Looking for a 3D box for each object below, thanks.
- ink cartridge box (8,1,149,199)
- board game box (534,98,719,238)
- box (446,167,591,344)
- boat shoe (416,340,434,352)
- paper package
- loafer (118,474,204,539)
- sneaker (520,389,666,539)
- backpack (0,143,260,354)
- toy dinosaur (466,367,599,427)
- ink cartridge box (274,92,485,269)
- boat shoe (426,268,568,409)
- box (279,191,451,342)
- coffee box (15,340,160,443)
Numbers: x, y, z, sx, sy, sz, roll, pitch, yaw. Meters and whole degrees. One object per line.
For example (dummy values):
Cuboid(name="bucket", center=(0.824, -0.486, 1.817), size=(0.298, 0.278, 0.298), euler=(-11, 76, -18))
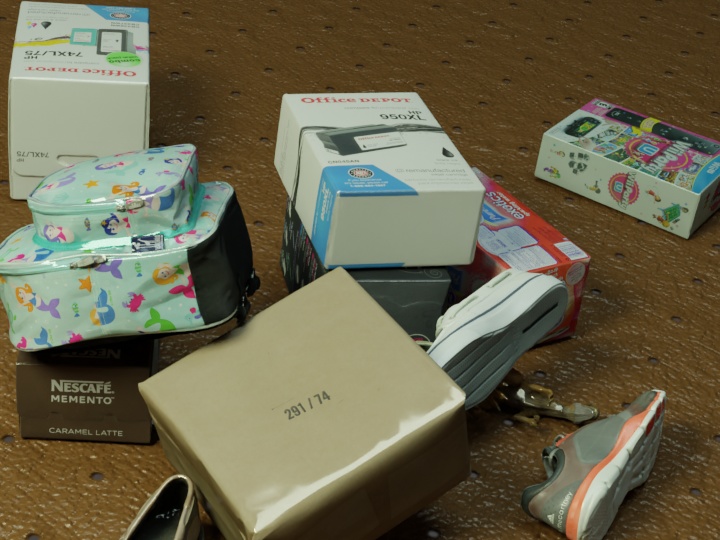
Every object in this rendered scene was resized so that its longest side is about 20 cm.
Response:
Cuboid(name="ink cartridge box", center=(-0.303, -0.184, 1.661), size=(0.146, 0.146, 0.200), euler=(1, 32, -10))
Cuboid(name="board game box", center=(0.327, -0.124, 1.785), size=(0.200, 0.064, 0.147), euler=(25, 36, 24))
Cuboid(name="box", center=(0.126, -0.013, 1.527), size=(0.099, 0.096, 0.200), euler=(-13, 37, -31))
Cuboid(name="boat shoe", center=(-0.012, 0.110, 1.323), size=(0.200, 0.069, 0.075), euler=(-17, 39, -35))
Cuboid(name="paper package", center=(-0.041, 0.123, 1.196), size=(0.200, 0.104, 0.191), euler=(-30, 51, -18))
Cuboid(name="loafer", center=(-0.166, 0.225, 1.107), size=(0.072, 0.063, 0.200), euler=(13, 32, 9))
Cuboid(name="sneaker", center=(0.199, 0.152, 1.300), size=(0.082, 0.077, 0.200), euler=(17, 31, 26))
Cuboid(name="backpack", center=(-0.200, -0.013, 1.239), size=(0.199, 0.151, 0.178), euler=(-15, 18, 7))
Cuboid(name="toy dinosaur", center=(0.121, 0.100, 1.397), size=(0.200, 0.061, 0.106), euler=(34, 26, 20))
Cuboid(name="ink cartridge box", center=(0.013, -0.089, 1.431), size=(0.144, 0.084, 0.200), euler=(-2, 32, -18))
Cuboid(name="boat shoe", center=(0.099, 0.061, 1.335), size=(0.067, 0.074, 0.200), euler=(22, 38, 37))
Cuboid(name="box", center=(0.000, 0.000, 1.468), size=(0.122, 0.106, 0.200), euler=(0, 32, -14))
Cuboid(name="coffee box", center=(-0.234, 0.059, 1.345), size=(0.114, 0.080, 0.200), euler=(2, 32, -6))
